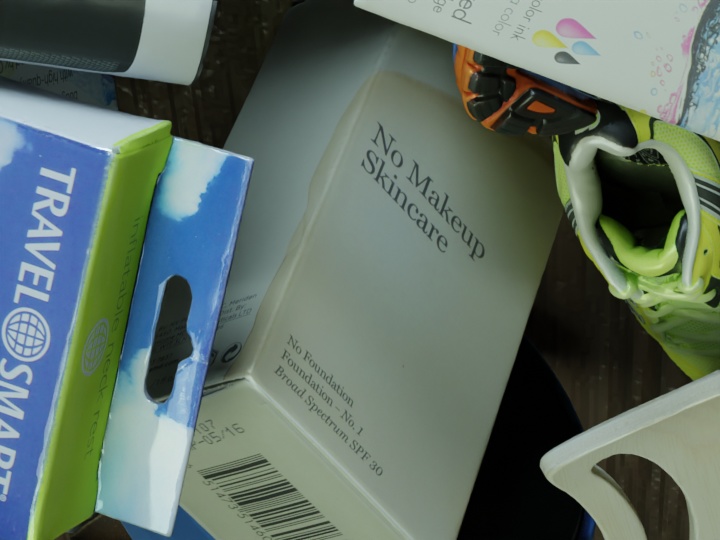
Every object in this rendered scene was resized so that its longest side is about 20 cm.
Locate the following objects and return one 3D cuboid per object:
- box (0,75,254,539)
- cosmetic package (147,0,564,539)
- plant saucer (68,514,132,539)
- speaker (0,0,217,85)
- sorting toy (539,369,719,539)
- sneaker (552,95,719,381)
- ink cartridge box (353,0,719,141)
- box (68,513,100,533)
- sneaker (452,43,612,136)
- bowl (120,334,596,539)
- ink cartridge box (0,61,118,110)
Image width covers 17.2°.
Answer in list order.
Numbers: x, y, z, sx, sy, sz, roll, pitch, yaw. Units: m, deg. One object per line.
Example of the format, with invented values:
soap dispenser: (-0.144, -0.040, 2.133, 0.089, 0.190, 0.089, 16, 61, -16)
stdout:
box: (-0.139, -0.003, 0.677, 0.199, 0.048, 0.122, 18, 107, 15)
cosmetic package: (0.000, 0.000, 0.802, 0.073, 0.200, 0.104, -18, 127, 39)
plant saucer: (-0.032, 0.133, 1.027, 0.199, 0.032, 0.200, -10, 151, -6)
speaker: (-0.138, -0.102, 0.643, 0.199, 0.081, 0.081, 7, 142, -10)
sorting toy: (0.163, 0.076, 0.838, 0.180, 0.107, 0.200, -19, 129, 9)
sneaker: (0.108, -0.008, 0.839, 0.075, 0.077, 0.200, -9, 133, 30)
ink cartridge box: (0.111, -0.094, 0.602, 0.199, 0.068, 0.117, 18, 129, -16)
box: (-0.185, 0.004, 0.978, 0.176, 0.097, 0.200, 6, 139, 16)
sneaker: (0.061, -0.139, 0.716, 0.075, 0.079, 0.200, 1, 130, -27)
bowl: (-0.002, 0.060, 0.874, 0.200, 0.201, 0.039, 29, 129, -8)
ink cartridge box: (-0.174, -0.066, 0.780, 0.144, 0.145, 0.201, -4, 99, 21)
